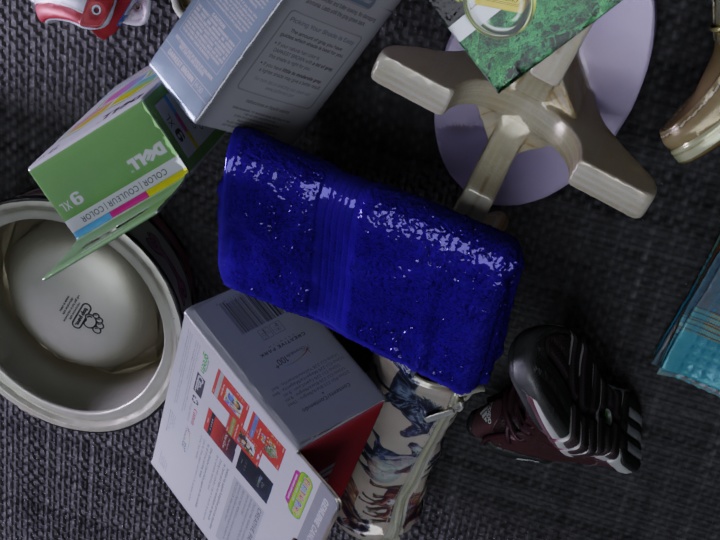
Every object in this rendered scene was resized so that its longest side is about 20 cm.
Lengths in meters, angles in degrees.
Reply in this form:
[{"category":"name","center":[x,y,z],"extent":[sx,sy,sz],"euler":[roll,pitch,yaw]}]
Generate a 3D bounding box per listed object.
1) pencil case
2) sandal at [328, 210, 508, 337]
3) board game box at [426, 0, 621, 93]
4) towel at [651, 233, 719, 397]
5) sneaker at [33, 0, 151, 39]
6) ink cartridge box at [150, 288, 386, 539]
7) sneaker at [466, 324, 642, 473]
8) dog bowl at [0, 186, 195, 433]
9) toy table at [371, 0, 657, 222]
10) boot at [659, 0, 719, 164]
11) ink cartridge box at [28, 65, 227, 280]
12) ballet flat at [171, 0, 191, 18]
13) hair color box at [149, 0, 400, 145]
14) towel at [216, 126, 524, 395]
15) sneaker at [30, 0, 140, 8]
[{"category":"pencil case","center":[0.031,0.117,0.984],"extent":[0.077,0.090,0.201],"euler":[0,134,-20]},{"category":"sandal","center":[0.002,-0.005,0.946],"extent":[0.211,0.078,0.070],"euler":[-32,108,35]},{"category":"board game box","center":[0.120,-0.194,0.704],"extent":[0.199,0.024,0.105],"euler":[-37,106,21]},{"category":"towel","center":[0.317,0.049,0.908],"extent":[0.198,0.022,0.148],"euler":[23,123,4]},{"category":"sneaker","center":[-0.124,-0.210,0.820],"extent":[0.197,0.071,0.114],"euler":[-11,97,19]},{"category":"ink cartridge box","center":[-0.060,0.134,0.966],"extent":[0.176,0.083,0.201],"euler":[49,144,22]},{"category":"sneaker","center":[0.114,0.098,0.928],"extent":[0.114,0.077,0.200],"euler":[-5,153,30]},{"category":"dog bowl","center":[-0.215,0.021,1.029],"extent":[0.197,0.074,0.203],"euler":[7,119,13]},{"category":"toy table","center":[0.104,-0.109,0.833],"extent":[0.182,0.117,0.202],"euler":[18,123,7]},{"category":"boot","center":[0.203,-0.179,0.774],"extent":[0.154,0.072,0.201],"euler":[37,103,-4]},{"category":"ink cartridge box","center":[-0.146,-0.083,0.875],"extent":[0.103,0.201,0.060],"euler":[-25,109,27]},{"category":"ballet flat","center":[-0.055,-0.226,0.849],"extent":[0.069,0.070,0.200],"euler":[41,121,-8]},{"category":"hair color box","center":[-0.030,-0.176,0.818],"extent":[0.201,0.099,0.061],"euler":[-51,62,20]},{"category":"towel","center":[0.000,0.000,0.848],"extent":[0.198,0.050,0.148],"euler":[22,147,13]},{"category":"sneaker","center":[-0.231,-0.225,0.906],"extent":[0.197,0.078,0.078],"euler":[14,108,6]}]
